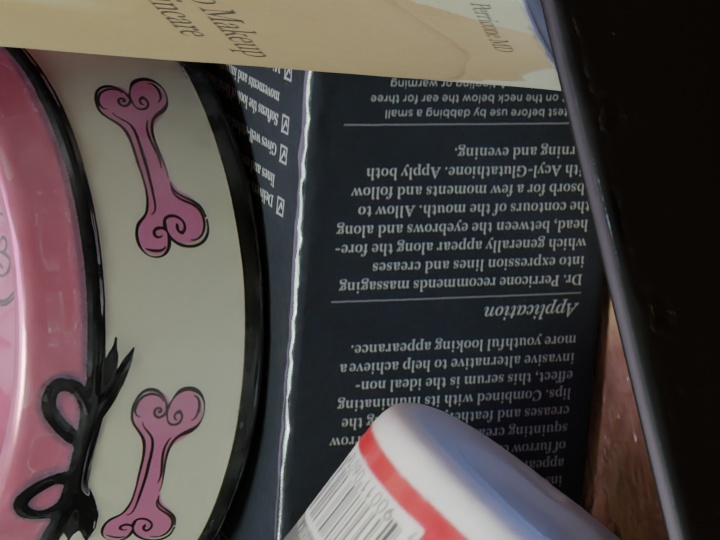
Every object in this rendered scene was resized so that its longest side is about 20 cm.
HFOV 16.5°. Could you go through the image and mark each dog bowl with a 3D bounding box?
[{"bbox_3d":[-0.113,0.010,0.796,0.200,0.074,0.200,5,96,55],"label":"dog bowl"}]

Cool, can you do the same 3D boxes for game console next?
[{"bbox_3d":[0.075,0.023,0.606,0.176,0.116,0.200,129,135,-59],"label":"game console"}]

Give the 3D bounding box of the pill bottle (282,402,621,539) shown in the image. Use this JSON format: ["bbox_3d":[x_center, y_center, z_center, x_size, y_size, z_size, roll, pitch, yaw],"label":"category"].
[{"bbox_3d":[-0.006,0.147,0.704,0.200,0.114,0.114,-53,31,7],"label":"pill bottle"}]

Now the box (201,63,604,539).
[{"bbox_3d":[0.000,0.000,0.806,0.148,0.107,0.200,-143,55,-63],"label":"box"}]

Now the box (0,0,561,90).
[{"bbox_3d":[-0.041,-0.103,0.664,0.095,0.200,0.078,39,-123,-72],"label":"box"}]
